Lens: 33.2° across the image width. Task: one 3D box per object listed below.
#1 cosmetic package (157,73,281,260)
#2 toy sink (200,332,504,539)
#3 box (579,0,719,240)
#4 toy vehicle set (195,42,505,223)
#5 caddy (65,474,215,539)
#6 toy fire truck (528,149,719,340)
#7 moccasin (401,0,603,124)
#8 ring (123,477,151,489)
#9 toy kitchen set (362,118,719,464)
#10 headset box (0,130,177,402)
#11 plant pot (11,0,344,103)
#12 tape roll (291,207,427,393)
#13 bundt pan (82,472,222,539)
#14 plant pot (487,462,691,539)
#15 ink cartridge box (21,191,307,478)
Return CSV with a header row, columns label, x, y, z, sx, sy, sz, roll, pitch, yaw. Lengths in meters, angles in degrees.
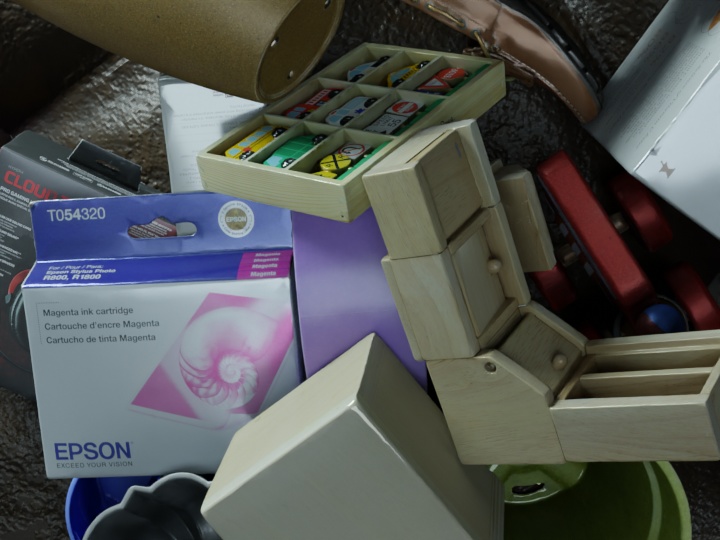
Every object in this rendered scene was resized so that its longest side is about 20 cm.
label,x,y,z,sx,sy,sz,roll,pitch,yaw
cosmetic package,-0.095,-0.054,0.912,0.080,0.113,0.202,-3,105,2
toy sink,0.017,0.166,0.784,0.130,0.112,0.200,-37,101,19
box,0.255,-0.118,0.847,0.106,0.200,0.153,34,104,-10
toy vehicle set,-0.002,-0.100,0.821,0.123,0.200,0.027,13,128,33
caddy,-0.148,0.161,0.956,0.140,0.105,0.202,23,105,-6
toy fire truck,0.192,0.011,0.888,0.111,0.168,0.201,-31,81,9
moccasin,0.095,-0.174,0.897,0.201,0.074,0.078,35,109,-11
ring,-0.103,0.155,1.020,0.198,0.019,0.203,0,106,1
toy kitchen set,0.137,-0.009,0.755,0.179,0.163,0.202,-7,112,36
headset box,-0.230,-0.003,0.943,0.147,0.075,0.201,25,105,-6
plant pot,-0.114,-0.205,0.794,0.199,0.186,0.187,37,104,14
tape roll,0.000,0.000,0.881,0.084,0.200,0.202,-4,106,1
bundt pan,-0.113,0.250,0.857,0.200,0.076,0.204,-6,72,20
plant pot,0.135,0.165,0.938,0.198,0.184,0.203,0,107,0
ink cartridge box,-0.139,0.048,0.861,0.194,0.043,0.202,-3,105,6
